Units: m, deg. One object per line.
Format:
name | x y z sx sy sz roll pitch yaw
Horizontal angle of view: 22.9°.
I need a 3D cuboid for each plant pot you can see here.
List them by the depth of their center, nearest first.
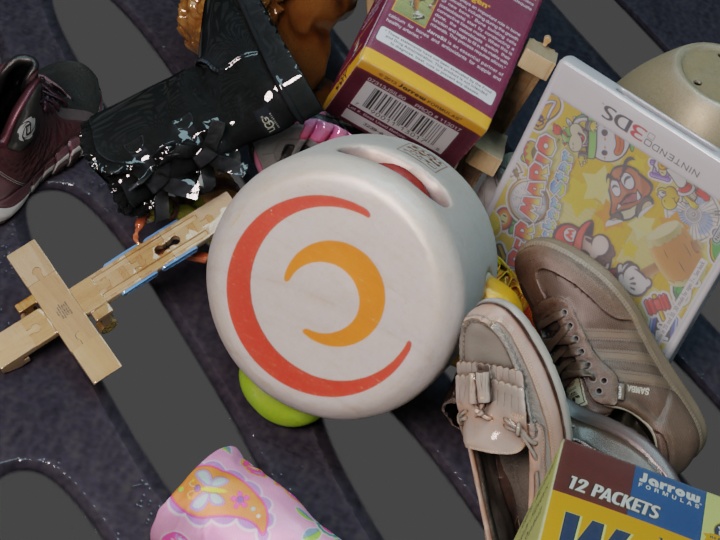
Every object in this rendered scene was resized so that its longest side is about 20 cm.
plant pot | 0.287 -0.112 1.508 0.199 0.135 0.201 10 43 -10

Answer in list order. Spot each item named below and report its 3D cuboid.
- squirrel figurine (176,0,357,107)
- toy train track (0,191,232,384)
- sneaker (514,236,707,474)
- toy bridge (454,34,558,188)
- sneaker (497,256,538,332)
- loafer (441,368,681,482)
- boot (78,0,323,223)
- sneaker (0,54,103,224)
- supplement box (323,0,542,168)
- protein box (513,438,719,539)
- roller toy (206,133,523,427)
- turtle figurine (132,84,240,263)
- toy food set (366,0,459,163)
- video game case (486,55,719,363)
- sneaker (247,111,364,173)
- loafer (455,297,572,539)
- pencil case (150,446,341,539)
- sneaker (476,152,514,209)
squirrel figurine | -0.062 -0.248 1.446 0.141 0.187 0.200 36 13 24
toy train track | -0.170 0.011 1.249 0.200 0.033 0.115 -33 72 -13
sneaker | 0.171 0.067 1.283 0.200 0.070 0.075 51 52 2
toy bridge | 0.097 -0.096 1.378 0.027 0.200 0.067 28 23 -3
sneaker | 0.079 0.010 1.332 0.200 0.077 0.073 34 56 1
loafer | 0.137 0.133 1.248 0.200 0.073 0.071 33 54 23
boot | -0.126 -0.127 1.286 0.162 0.073 0.198 -29 39 1
sneaker | -0.244 -0.129 1.346 0.075 0.116 0.200 22 42 4
supplement box | 0.066 -0.188 1.353 0.110 0.086 0.200 29 60 -8
protein box | 0.130 0.249 1.013 0.134 0.199 0.200 20 41 2
roller toy | 0.000 0.000 1.232 0.199 0.183 0.140 -14 7 21
turtle figurine | -0.108 -0.062 1.363 0.199 0.064 0.162 -3 60 -37
toy food set | 0.058 -0.192 1.488 0.048 0.200 0.199 -8 75 20
video game case | 0.185 -0.030 1.334 0.182 0.200 0.023 35 31 18
sneaker | -0.027 -0.091 1.372 0.200 0.079 0.095 19 26 -53
loafer | 0.098 0.119 1.160 0.063 0.201 0.072 -31 25 -35
pencil case | -0.036 0.197 1.100 0.200 0.088 0.087 36 44 18
sneaker | 0.173 -0.023 1.395 0.200 0.100 0.078 29 39 11
